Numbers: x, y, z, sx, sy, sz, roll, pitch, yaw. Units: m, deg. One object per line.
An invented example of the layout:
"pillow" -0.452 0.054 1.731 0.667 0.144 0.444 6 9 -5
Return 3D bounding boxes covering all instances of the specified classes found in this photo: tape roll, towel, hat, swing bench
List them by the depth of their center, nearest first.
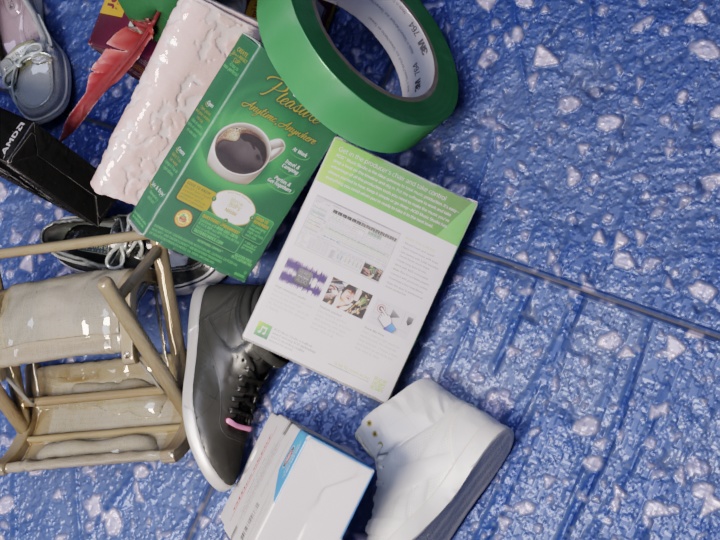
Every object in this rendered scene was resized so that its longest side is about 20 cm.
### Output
"tape roll" 0.000 -0.201 1.337 0.048 0.200 0.201 -37 61 37
"towel" -0.123 -0.131 1.364 0.200 0.191 0.032 -62 33 11
"hat" -0.171 -0.219 1.388 0.200 0.166 0.176 10 118 37
"swing bench" -0.264 0.077 1.395 0.199 0.130 0.200 -6 116 20

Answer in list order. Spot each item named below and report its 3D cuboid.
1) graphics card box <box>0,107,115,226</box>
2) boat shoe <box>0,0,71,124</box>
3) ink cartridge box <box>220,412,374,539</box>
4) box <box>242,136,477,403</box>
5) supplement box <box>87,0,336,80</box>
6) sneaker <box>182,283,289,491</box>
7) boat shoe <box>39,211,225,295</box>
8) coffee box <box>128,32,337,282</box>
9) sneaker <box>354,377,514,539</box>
"graphics card box" -0.335 -0.115 1.464 0.200 0.125 0.051 25 79 48
"boat shoe" -0.363 -0.246 1.581 0.074 0.065 0.202 -25 67 15
"ink cartridge box" -0.059 0.194 1.285 0.067 0.200 0.116 27 86 -10
"box" 0.000 0.000 1.335 0.144 0.036 0.200 25 86 -3
"supplement box" -0.144 -0.244 1.466 0.200 0.103 0.131 15 82 27
"sneaker" -0.103 0.098 1.365 0.099 0.071 0.200 -13 66 24
"boat shoe" -0.221 -0.024 1.453 0.199 0.068 0.074 11 79 25
"coffee box" -0.105 -0.099 1.342 0.200 0.123 0.044 -58 37 8
"sneaker" 0.030 0.188 1.287 0.116 0.074 0.200 34 80 29
